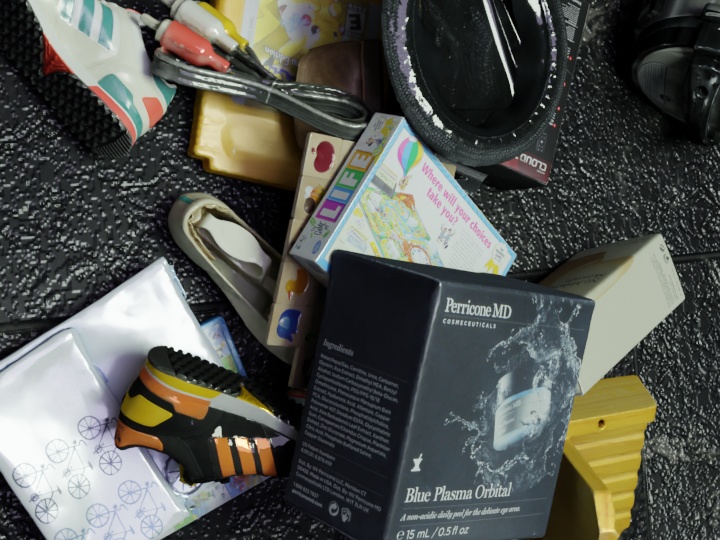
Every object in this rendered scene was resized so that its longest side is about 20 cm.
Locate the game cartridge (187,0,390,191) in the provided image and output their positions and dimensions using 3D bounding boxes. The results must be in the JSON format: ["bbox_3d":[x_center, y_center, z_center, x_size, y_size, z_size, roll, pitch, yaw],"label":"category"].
[{"bbox_3d":[-0.052,-0.171,0.982,0.174,0.032,0.203,10,84,-27],"label":"game cartridge"}]

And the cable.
[{"bbox_3d":[-0.082,-0.157,0.888,0.198,0.051,0.097,25,33,6],"label":"cable"}]

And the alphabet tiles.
[{"bbox_3d":[0.000,0.000,0.930,0.166,0.008,0.203,7,98,-43],"label":"alphabet tiles"}]

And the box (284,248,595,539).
[{"bbox_3d":[0.065,0.100,0.882,0.195,0.117,0.203,7,96,-44],"label":"box"}]

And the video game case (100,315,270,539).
[{"bbox_3d":[-0.173,0.143,0.921,0.199,0.018,0.145,-26,100,-25],"label":"video game case"}]

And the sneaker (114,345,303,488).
[{"bbox_3d":[-0.101,0.136,0.899,0.199,0.070,0.091,30,98,-28],"label":"sneaker"}]

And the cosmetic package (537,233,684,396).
[{"bbox_3d":[0.201,0.042,1.039,0.199,0.105,0.072,-32,102,-44],"label":"cosmetic package"}]

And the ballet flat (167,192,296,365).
[{"bbox_3d":[-0.078,0.012,0.936,0.200,0.069,0.070,43,71,-14],"label":"ballet flat"}]

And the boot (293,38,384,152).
[{"bbox_3d":[-0.016,-0.092,0.964,0.074,0.074,0.203,-2,97,3],"label":"boot"}]

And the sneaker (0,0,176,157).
[{"bbox_3d":[-0.222,-0.190,0.885,0.201,0.070,0.094,53,49,-13],"label":"sneaker"}]

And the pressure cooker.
[{"bbox_3d":[0.362,-0.226,1.114,0.175,0.178,0.202,31,75,-26],"label":"pressure cooker"}]

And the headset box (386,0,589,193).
[{"bbox_3d":[0.113,-0.174,1.041,0.147,0.077,0.203,18,82,-25],"label":"headset box"}]

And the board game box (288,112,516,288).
[{"bbox_3d":[0.042,-0.013,0.933,0.200,0.034,0.135,45,71,-41],"label":"board game box"}]

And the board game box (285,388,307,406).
[{"bbox_3d":[0.051,0.130,1.020,0.199,0.046,0.153,-29,102,-25],"label":"board game box"}]

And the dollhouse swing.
[{"bbox_3d":[0.223,0.226,1.004,0.180,0.176,0.203,-5,110,-26],"label":"dollhouse swing"}]

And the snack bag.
[{"bbox_3d":[-0.185,0.119,0.894,0.199,0.021,0.190,-35,104,-24],"label":"snack bag"}]

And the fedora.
[{"bbox_3d":[0.077,-0.185,0.930,0.198,0.091,0.204,-1,92,-29],"label":"fedora"}]
